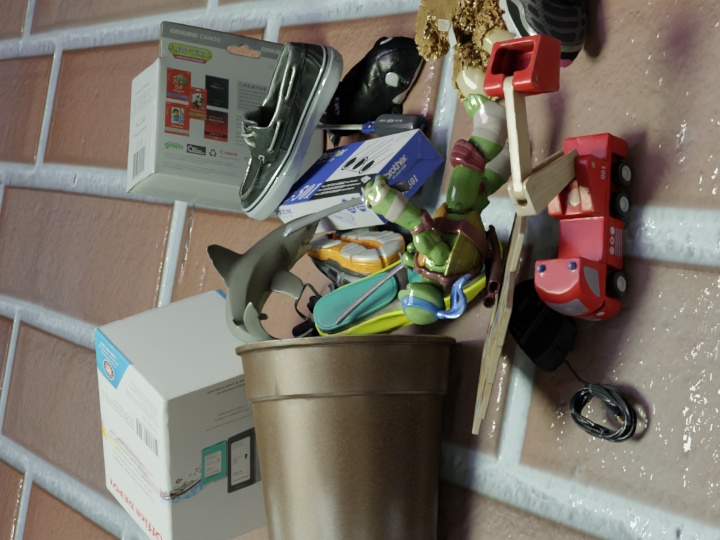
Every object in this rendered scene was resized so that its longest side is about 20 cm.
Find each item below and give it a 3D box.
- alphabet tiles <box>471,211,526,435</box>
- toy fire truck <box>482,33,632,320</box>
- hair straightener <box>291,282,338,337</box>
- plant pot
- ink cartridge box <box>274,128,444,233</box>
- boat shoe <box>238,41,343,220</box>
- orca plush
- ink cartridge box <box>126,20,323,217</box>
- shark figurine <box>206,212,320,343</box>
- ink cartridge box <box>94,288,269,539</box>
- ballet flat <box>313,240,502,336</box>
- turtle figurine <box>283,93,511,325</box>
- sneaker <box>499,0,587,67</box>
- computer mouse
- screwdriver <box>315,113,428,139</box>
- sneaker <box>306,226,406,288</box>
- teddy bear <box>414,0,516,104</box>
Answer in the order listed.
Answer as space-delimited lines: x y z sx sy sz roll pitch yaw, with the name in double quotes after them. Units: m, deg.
0.115 0.031 1.463 0.200 0.008 0.167 -75 -3 -64 "alphabet tiles"
0.153 -0.069 1.391 0.049 0.141 0.200 -5 75 42 "toy fire truck"
-0.023 0.049 1.834 0.200 0.041 0.077 -165 86 -68 "hair straightener"
-0.011 0.163 1.606 0.200 0.200 0.199 -14 76 61 "plant pot"
-0.006 -0.085 1.776 0.094 0.044 0.200 -47 18 -21 "ink cartridge box"
-0.088 -0.146 1.810 0.200 0.071 0.072 -65 25 21 "boat shoe"
-0.013 -0.192 1.845 0.200 0.071 0.105 -10 73 62 "orca plush"
-0.144 -0.162 1.950 0.084 0.200 0.176 -26 59 59 "ink cartridge box"
-0.111 0.014 1.684 0.128 0.090 0.215 -32 23 23 "shark figurine"
-0.164 0.153 1.780 0.147 0.146 0.200 39 138 44 "ink cartridge box"
0.051 0.021 1.637 0.200 0.067 0.067 -23 54 24 "ballet flat"
0.047 -0.055 1.536 0.200 0.144 0.194 7 59 50 "turtle figurine"
0.168 -0.270 1.511 0.087 0.074 0.200 137 141 -59 "sneaker"
0.173 0.073 1.441 0.059 0.034 0.200 -53 38 18 "computer mouse"
-0.006 -0.141 1.814 0.200 0.028 0.029 -2 89 48 "screwdriver"
0.000 0.000 1.760 0.200 0.078 0.077 -144 32 -73 "sneaker"
0.103 -0.243 1.658 0.200 0.067 0.145 56 140 46 "teddy bear"
